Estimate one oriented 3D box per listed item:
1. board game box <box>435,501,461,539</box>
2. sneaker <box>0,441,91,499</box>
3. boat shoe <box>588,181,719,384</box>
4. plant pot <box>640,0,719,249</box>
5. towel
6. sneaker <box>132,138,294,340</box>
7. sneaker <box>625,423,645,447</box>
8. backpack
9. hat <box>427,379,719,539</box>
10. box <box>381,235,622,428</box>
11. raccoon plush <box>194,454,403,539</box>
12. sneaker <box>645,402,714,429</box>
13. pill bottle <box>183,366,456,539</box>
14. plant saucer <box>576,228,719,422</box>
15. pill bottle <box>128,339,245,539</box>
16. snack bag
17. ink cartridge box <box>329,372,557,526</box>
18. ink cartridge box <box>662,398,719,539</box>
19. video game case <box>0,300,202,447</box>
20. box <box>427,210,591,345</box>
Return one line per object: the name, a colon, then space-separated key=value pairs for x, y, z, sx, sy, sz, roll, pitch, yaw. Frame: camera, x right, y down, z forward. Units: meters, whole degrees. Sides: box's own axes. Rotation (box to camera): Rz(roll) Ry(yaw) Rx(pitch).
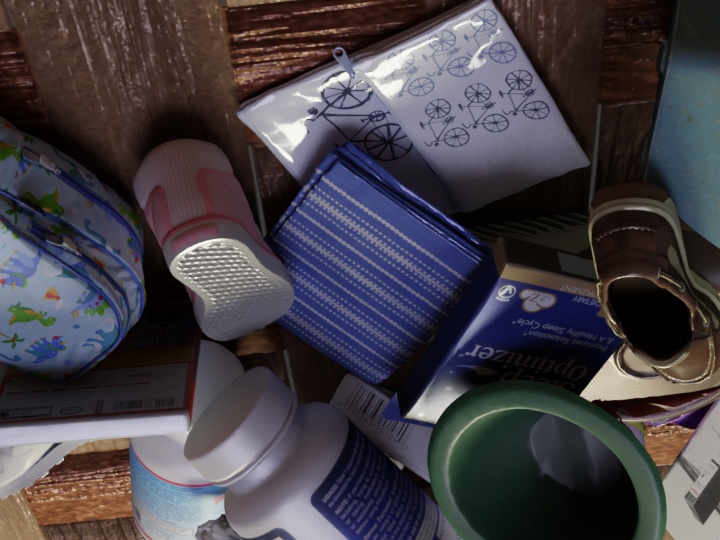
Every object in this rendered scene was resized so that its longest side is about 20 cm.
board game box: x=0.028 y=0.246 z=1.375 sx=0.151 sy=0.041 sz=0.200 roll=-7 pitch=178 yaw=2
sneaker: x=-0.271 y=0.117 z=1.249 sx=0.080 sy=0.077 sz=0.200 roll=36 pitch=123 yaw=-26
boat shoe: x=0.186 y=0.031 z=0.966 sx=0.074 sy=0.075 sz=0.203 roll=-11 pitch=143 yaw=23
plant pot: x=0.279 y=-0.114 z=0.917 sx=0.198 sy=0.197 sz=0.197 roll=11 pitch=144 yaw=9
towel: x=0.000 y=0.000 z=1.098 sx=0.144 sy=0.024 sz=0.200 roll=35 pitch=141 yaw=-7
sneaker: x=-0.103 y=-0.026 z=1.068 sx=0.075 sy=0.105 sz=0.200 roll=-23 pitch=158 yaw=0
sneaker: x=0.163 y=0.146 z=1.311 sx=0.198 sy=0.083 sz=0.072 roll=8 pitch=140 yaw=-11
backpack: x=-0.238 y=-0.014 z=1.032 sx=0.163 sy=0.155 sz=0.199 roll=-36 pitch=146 yaw=23
hat: x=0.170 y=0.120 z=1.113 sx=0.198 sy=0.176 sz=0.167 roll=25 pitch=124 yaw=13
box: x=0.107 y=0.064 z=1.078 sx=0.120 sy=0.033 sz=0.201 roll=12 pitch=134 yaw=-22
raccoon plush: x=-0.050 y=0.179 z=1.280 sx=0.198 sy=0.098 sz=0.134 roll=-2 pitch=-176 yaw=-14
sneaker: x=0.248 y=0.094 z=1.255 sx=0.080 sy=0.089 sz=0.200 roll=-25 pitch=139 yaw=22
pill bottle: x=-0.033 y=0.171 z=1.144 sx=0.119 sy=0.120 sz=0.200 roll=-33 pitch=111 yaw=31
plant saucer: x=0.213 y=0.051 z=1.122 sx=0.198 sy=0.032 sz=0.201 roll=-2 pitch=134 yaw=-2
pill bottle: x=-0.138 y=0.148 z=1.261 sx=0.107 sy=0.110 sz=0.201 roll=0 pitch=143 yaw=-7
snack bag: x=0.036 y=-0.092 z=1.044 sx=0.198 sy=0.022 sz=0.189 roll=-20 pitch=140 yaw=18
ink cartridge box: x=0.088 y=0.158 z=1.239 sx=0.197 sy=0.044 sz=0.200 roll=31 pitch=180 yaw=20
ink cartridge box: x=0.353 y=0.155 z=1.307 sx=0.143 sy=0.084 sz=0.201 roll=-21 pitch=151 yaw=-27
video game case: x=-0.188 y=0.071 z=1.099 sx=0.141 sy=0.200 sz=0.018 roll=-4 pitch=111 yaw=-1
box: x=0.144 y=0.008 z=1.146 sx=0.198 sy=0.069 sz=0.083 roll=-8 pitch=139 yaw=2
